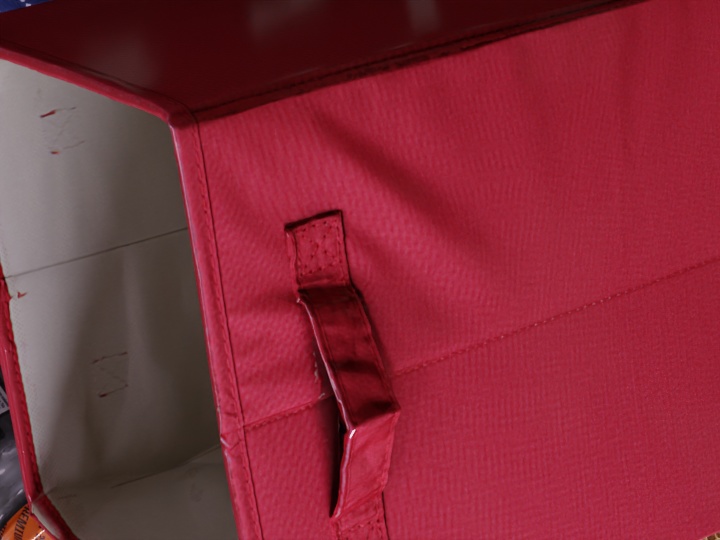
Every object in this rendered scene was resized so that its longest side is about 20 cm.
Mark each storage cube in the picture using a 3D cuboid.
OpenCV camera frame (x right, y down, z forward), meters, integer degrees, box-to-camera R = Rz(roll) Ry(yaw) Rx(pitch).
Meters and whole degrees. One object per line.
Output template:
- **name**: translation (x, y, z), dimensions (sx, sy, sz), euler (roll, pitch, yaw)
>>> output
- **storage cube**: translation (0.000, 0.000, 0.684), dimensions (0.200, 0.180, 0.171), euler (23, 125, 57)

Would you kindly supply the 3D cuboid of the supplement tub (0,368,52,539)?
- **supplement tub**: translation (-0.179, 0.087, 1.162), dimensions (0.200, 0.122, 0.123), euler (50, 146, 39)

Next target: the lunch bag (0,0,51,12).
- **lunch bag**: translation (-0.111, -0.124, 0.878), dimensions (0.200, 0.136, 0.132), euler (25, 127, 59)
